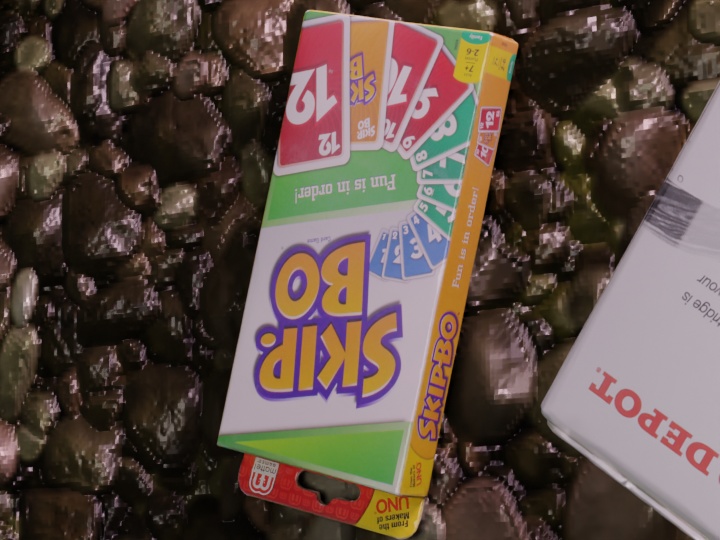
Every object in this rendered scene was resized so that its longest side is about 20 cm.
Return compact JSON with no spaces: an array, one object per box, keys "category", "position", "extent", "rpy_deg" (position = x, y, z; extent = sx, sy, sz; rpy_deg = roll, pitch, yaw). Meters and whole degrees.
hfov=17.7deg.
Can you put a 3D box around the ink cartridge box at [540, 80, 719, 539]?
[{"category":"ink cartridge box","position":[0.173,0.004,0.769],"extent":[0.144,0.083,0.201],"rpy_deg":[36,103,32]}]

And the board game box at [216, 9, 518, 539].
[{"category":"board game box","position":[0.000,0.000,0.929],"extent":[0.095,0.030,0.202],"rpy_deg":[11,92,36]}]
